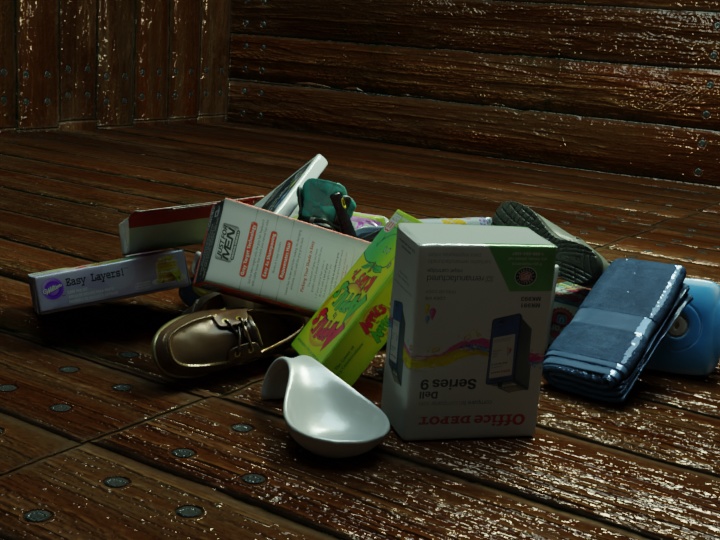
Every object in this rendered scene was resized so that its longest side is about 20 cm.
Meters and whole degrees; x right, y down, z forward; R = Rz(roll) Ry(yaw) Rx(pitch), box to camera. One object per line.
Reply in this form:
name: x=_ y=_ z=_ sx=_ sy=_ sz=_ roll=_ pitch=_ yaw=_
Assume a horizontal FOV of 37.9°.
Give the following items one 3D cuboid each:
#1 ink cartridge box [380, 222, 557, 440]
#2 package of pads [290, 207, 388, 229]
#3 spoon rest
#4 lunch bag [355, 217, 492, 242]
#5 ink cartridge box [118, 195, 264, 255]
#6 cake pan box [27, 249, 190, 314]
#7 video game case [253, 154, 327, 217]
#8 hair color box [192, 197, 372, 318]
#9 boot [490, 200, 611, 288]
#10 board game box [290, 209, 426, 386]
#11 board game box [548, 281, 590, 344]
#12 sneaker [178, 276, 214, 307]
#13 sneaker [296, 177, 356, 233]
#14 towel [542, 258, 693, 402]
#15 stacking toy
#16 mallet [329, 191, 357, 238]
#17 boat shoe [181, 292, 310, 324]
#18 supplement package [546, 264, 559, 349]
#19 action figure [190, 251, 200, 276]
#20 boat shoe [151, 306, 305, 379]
ink cartridge box: x=0.105 y=0.061 z=1.046 sx=0.144 sy=0.201 sz=0.088 roll=1 pitch=16 yaw=-14
package of pads: x=-0.024 y=-0.047 z=1.658 sx=0.199 sy=0.069 sz=0.154 roll=10 pitch=-10 yaw=27
spoon rest: x=-0.044 y=0.128 z=1.021 sx=0.099 sy=0.061 sz=0.200 roll=-3 pitch=14 yaw=-27
lunch bag: x=0.067 y=-0.005 z=1.455 sx=0.169 sy=0.128 sz=0.200 roll=-4 pitch=-13 yaw=-35
ink cartridge box: x=-0.213 y=-0.056 z=1.318 sx=0.160 sy=0.050 sz=0.200 roll=-9 pitch=3 yaw=-18
cake pan box: x=-0.322 y=0.012 z=1.328 sx=0.183 sy=0.053 sz=0.200 roll=-9 pitch=4 yaw=-18
video game case: x=-0.142 y=-0.062 z=1.461 sx=0.182 sy=0.023 sz=0.200 roll=-33 pitch=17 yaw=41
hair color box: x=-0.085 y=-0.006 z=1.230 sx=0.199 sy=0.102 sz=0.061 roll=17 pitch=-11 yaw=-21
boot: x=0.272 y=-0.017 z=1.396 sx=0.130 sy=0.068 sz=0.200 roll=20 pitch=13 yaw=-45
board game box: x=0.013 y=0.032 z=1.169 sx=0.048 sy=0.200 sz=0.102 roll=39 pitch=-1 yaw=-24
board game box: x=0.326 y=0.061 z=1.414 sx=0.147 sy=0.065 sz=0.199 roll=15 pitch=18 yaw=42
sneaker: x=-0.158 y=0.028 z=1.386 sx=0.105 sy=0.076 sz=0.200 roll=-15 pitch=-20 yaw=33
sneaker: x=-0.060 y=-0.056 z=1.348 sx=0.083 sy=0.122 sz=0.200 roll=13 pitch=15 yaw=11
towel: x=0.300 y=0.068 z=1.226 sx=0.111 sy=0.049 sz=0.200 roll=12 pitch=49 yaw=40
stacking toy: x=0.427 y=0.073 z=1.355 sx=0.109 sy=0.117 sz=0.200 roll=5 pitch=-2 yaw=28
mallet: x=0.000 y=0.000 z=1.318 sx=0.041 sy=0.201 sz=0.066 roll=-18 pitch=13 yaw=25
boat shoe: x=-0.127 y=0.052 z=1.295 sx=0.199 sy=0.071 sz=0.070 roll=3 pitch=-14 yaw=-40
supplement package: x=0.142 y=0.050 z=1.281 sx=0.116 sy=0.118 sz=0.200 roll=14 pitch=17 yaw=35
action figure: x=-0.161 y=-0.026 z=1.570 sx=0.192 sy=0.105 sz=0.200 roll=-1 pitch=6 yaw=27
boat shoe: x=-0.143 y=0.071 z=1.169 sx=0.067 sy=0.072 sz=0.200 roll=-22 pitch=-8 yaw=40
